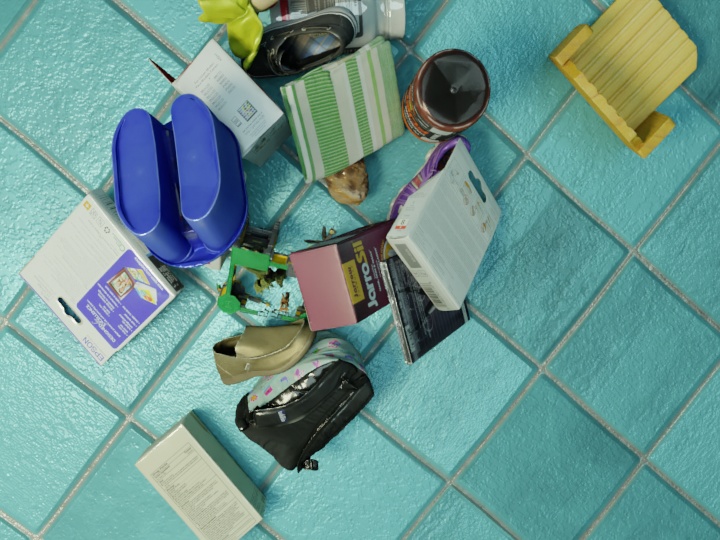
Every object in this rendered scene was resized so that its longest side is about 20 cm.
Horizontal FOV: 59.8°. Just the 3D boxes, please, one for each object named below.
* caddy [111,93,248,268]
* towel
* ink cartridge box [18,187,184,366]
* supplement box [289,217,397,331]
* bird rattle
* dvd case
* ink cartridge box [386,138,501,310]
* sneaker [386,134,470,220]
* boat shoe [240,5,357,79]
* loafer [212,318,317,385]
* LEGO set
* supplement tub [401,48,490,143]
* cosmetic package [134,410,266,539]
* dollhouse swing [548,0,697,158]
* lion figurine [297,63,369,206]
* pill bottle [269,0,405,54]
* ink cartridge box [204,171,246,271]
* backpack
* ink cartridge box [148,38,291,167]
[{"bbox_3d":[-0.211,-0.106,0.747,0.138,0.105,0.204,-13,72,5],"label":"caddy"},{"bbox_3d":[-0.019,-0.230,0.901,0.199,0.023,0.155,-35,128,-30],"label":"towel"},{"bbox_3d":[-0.401,0.014,0.969,0.199,0.043,0.199,-38,95,20],"label":"ink cartridge box"},{"bbox_3d":[0.000,0.000,0.908,0.084,0.199,0.113,-11,99,34],"label":"supplement box"},{"bbox_3d":[-0.125,-0.378,0.818,0.200,0.163,0.113,-43,131,2],"label":"bird rattle"},{"bbox_3d":[0.103,0.035,0.953,0.016,0.199,0.152,-11,98,37],"label":"dvd case"},{"bbox_3d":[0.131,-0.069,0.939,0.163,0.049,0.202,50,53,-33],"label":"ink cartridge box"},{"bbox_3d":[0.106,-0.126,0.978,0.080,0.083,0.203,28,94,-5],"label":"sneaker"},{"bbox_3d":[-0.094,-0.299,0.862,0.196,0.067,0.070,-6,134,28],"label":"boat shoe"},{"bbox_3d":[-0.153,0.119,0.953,0.197,0.077,0.068,-26,116,25],"label":"loafer"},{"bbox_3d":[-0.126,-0.003,0.981,0.195,0.117,0.156,6,124,0],"label":"LEGO set"},{"bbox_3d":[0.116,-0.243,0.909,0.104,0.200,0.110,0,94,-3],"label":"supplement tub"},{"bbox_3d":[-0.252,0.340,1.004,0.105,0.071,0.201,-37,96,1],"label":"cosmetic package"},{"bbox_3d":[0.419,-0.314,0.945,0.200,0.182,0.175,46,112,-6],"label":"dollhouse swing"},{"bbox_3d":[-0.028,-0.210,0.970,0.120,0.072,0.205,13,89,-17],"label":"lion figurine"},{"bbox_3d":[-0.035,-0.380,0.933,0.195,0.111,0.113,-6,96,-3],"label":"pill bottle"},{"bbox_3d":[-0.247,-0.094,0.896,0.143,0.200,0.085,25,67,-5],"label":"ink cartridge box"},{"bbox_3d":[-0.080,0.192,0.969,0.199,0.127,0.167,-41,125,5],"label":"backpack"},{"bbox_3d":[-0.187,-0.244,0.890,0.084,0.200,0.176,-44,96,2],"label":"ink cartridge box"}]
